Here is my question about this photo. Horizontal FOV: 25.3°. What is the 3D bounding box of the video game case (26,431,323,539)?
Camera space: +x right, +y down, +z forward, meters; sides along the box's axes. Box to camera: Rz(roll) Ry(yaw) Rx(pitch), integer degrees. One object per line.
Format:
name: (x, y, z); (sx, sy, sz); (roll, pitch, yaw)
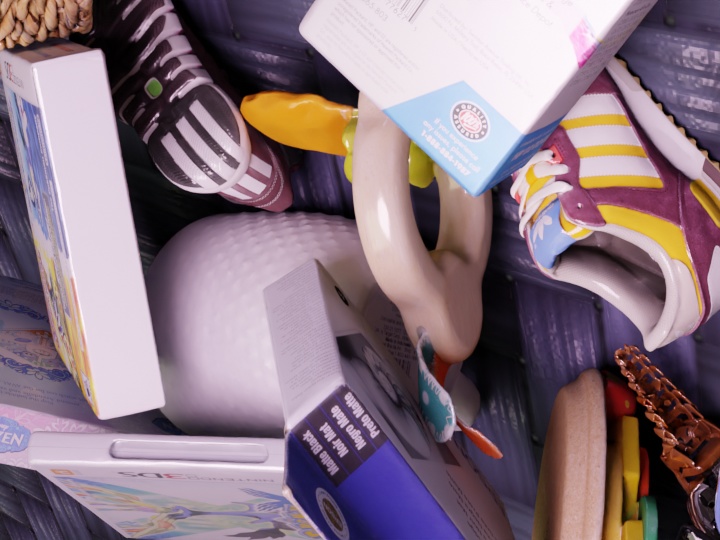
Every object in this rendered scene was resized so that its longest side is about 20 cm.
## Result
video game case: (-0.078, 0.132, 0.940); (0.180, 0.022, 0.200); (1, 160, 9)

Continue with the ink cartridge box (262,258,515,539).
ink cartridge box: (0.026, 0.112, 0.787); (0.200, 0.040, 0.200); (53, -170, -24)

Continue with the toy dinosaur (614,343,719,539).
toy dinosaur: (0.207, 0.122, 0.827); (0.199, 0.103, 0.136); (26, 162, 0)

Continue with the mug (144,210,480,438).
mug: (-0.011, 0.049, 0.977); (0.199, 0.149, 0.175); (33, 159, -36)

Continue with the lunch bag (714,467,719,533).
lunch bag: (0.248, 0.087, 0.660); (0.199, 0.075, 0.161); (24, 130, 32)

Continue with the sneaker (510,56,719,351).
sneaker: (0.100, -0.051, 0.776); (0.200, 0.090, 0.075); (42, 146, 11)

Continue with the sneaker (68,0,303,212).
sneaker: (-0.102, -0.100, 0.991); (0.115, 0.076, 0.201); (31, -160, -51)

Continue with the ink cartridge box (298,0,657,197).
ink cartridge box: (0.077, -0.147, 0.693); (0.115, 0.068, 0.200); (43, 119, 9)

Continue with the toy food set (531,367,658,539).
toy food set: (0.124, 0.155, 0.883); (0.048, 0.199, 0.201); (7, 128, 2)

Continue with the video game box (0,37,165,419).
video game box: (-0.167, -0.034, 0.942); (0.182, 0.046, 0.202); (-147, 47, -71)

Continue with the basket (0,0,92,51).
basket: (-0.242, -0.225, 0.878); (0.143, 0.148, 0.202); (110, 143, -68)

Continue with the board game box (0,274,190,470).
board game box: (-0.202, 0.069, 1.056); (0.044, 0.199, 0.199); (-64, 31, 15)

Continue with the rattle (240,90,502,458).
rattle: (0.000, 0.000, 0.846); (0.141, 0.130, 0.202); (-4, 93, 12)

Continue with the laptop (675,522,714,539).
laptop: (0.248, 0.202, 0.819); (0.187, 0.116, 0.201); (34, 146, 22)
